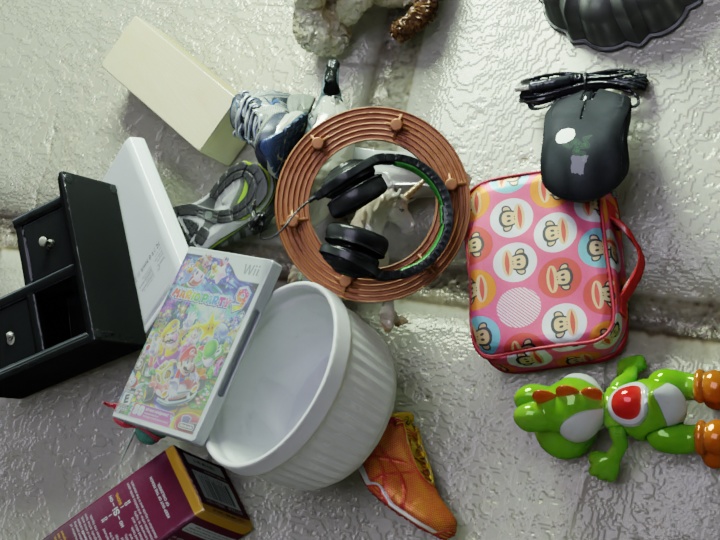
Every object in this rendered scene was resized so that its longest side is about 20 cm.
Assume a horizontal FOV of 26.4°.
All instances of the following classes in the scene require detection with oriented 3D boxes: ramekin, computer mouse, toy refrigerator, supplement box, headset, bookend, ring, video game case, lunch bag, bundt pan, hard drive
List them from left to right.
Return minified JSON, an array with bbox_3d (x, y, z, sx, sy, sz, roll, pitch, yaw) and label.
[{"bbox_3d":[-0.361,0.020,1.739,0.198,0.092,0.201,-22,72,27],"label":"bookend"},{"bbox_3d":[-0.230,0.281,1.601,0.200,0.110,0.086,-36,59,9],"label":"supplement box"},{"bbox_3d":[-0.249,-0.033,1.743,0.132,0.027,0.200,-51,53,39],"label":"hard drive"},{"bbox_3d":[-0.209,-0.211,1.804,0.200,0.070,0.076,40,98,32],"label":"toy refrigerator"},{"bbox_3d":[-0.169,0.074,1.577,0.143,0.018,0.200,9,70,46],"label":"video game case"},{"bbox_3d":[-0.056,0.123,1.519,0.200,0.105,0.201,-33,40,33],"label":"ramekin"},{"bbox_3d":[-0.010,-0.050,1.512,0.199,0.094,0.124,-1,85,-8],"label":"headset"},{"bbox_3d":[0.011,-0.067,1.543,0.200,0.019,0.201,-1,84,7],"label":"ring"},{"bbox_3d":[0.195,-0.004,1.524,0.176,0.082,0.201,-10,67,21],"label":"lunch bag"},{"bbox_3d":[0.219,-0.148,1.531,0.138,0.053,0.200,-5,41,13],"label":"computer mouse"},{"bbox_3d":[0.270,-0.338,1.619,0.201,0.076,0.202,-9,67,21],"label":"bundt pan"}]

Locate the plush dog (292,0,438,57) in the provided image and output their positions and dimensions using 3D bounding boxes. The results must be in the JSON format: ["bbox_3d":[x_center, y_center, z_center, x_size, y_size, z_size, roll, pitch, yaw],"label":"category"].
[{"bbox_3d":[0.015,-0.348,1.718,0.171,0.161,0.201,6,74,-1],"label":"plush dog"}]

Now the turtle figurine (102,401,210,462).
[{"bbox_3d":[-0.191,0.126,1.654,0.149,0.101,0.200,20,75,30],"label":"turtle figurine"}]

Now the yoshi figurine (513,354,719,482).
[{"bbox_3d":[0.247,0.141,1.455,0.199,0.112,0.112,1,112,11],"label":"yoshi figurine"}]

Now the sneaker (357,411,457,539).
[{"bbox_3d":[0.036,0.186,1.533,0.077,0.073,0.200,-45,59,8],"label":"sneaker"}]

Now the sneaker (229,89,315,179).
[{"bbox_3d":[-0.106,-0.154,1.661,0.085,0.200,0.077,18,105,-2],"label":"sneaker"}]

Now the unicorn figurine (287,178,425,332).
[{"bbox_3d":[0.000,0.000,1.590,0.200,0.074,0.138,-21,91,23],"label":"unicorn figurine"}]

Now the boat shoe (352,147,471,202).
[{"bbox_3d":[0.025,-0.092,1.646,0.200,0.072,0.066,11,80,29],"label":"boat shoe"}]

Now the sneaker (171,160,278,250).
[{"bbox_3d":[-0.151,-0.052,1.715,0.200,0.081,0.074,-29,67,35],"label":"sneaker"}]

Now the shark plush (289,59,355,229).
[{"bbox_3d":[-0.051,-0.139,1.640,0.083,0.091,0.201,141,128,-58],"label":"shark plush"}]
